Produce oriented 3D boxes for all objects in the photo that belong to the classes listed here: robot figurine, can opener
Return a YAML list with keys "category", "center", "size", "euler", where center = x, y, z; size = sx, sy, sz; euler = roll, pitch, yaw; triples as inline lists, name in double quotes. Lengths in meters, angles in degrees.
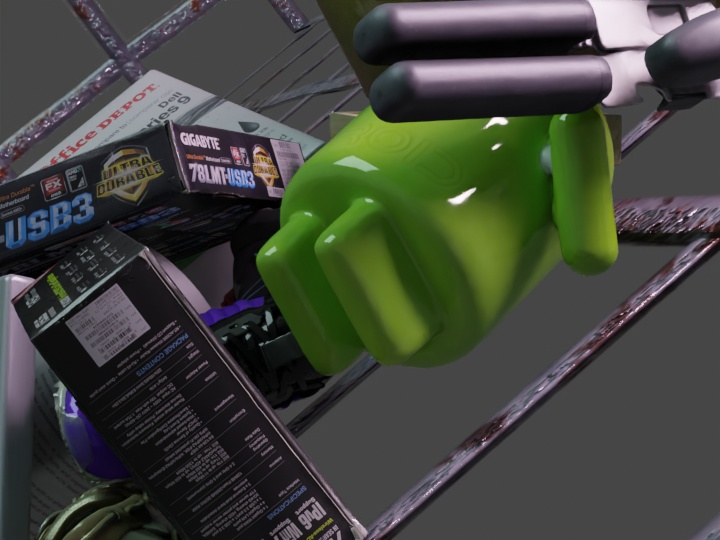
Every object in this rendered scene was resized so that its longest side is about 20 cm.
- category: "robot figurine"
  center: [0.042, -0.034, 1.021]
  size: [0.175, 0.116, 0.200]
  euler: [-14, 22, 48]
- category: "can opener"
  center: [0.095, -0.100, 0.934]
  size: [0.199, 0.054, 0.067]
  euler: [-6, -16, -34]

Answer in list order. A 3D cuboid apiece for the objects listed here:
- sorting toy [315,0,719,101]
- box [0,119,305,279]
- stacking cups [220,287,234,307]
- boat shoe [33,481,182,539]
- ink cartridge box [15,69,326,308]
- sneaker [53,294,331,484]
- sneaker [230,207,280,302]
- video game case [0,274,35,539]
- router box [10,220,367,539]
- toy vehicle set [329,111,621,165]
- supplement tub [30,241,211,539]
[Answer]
- category: "sorting toy"
  center: [0.084, -0.128, 1.065]
  size: [0.199, 0.037, 0.185]
  euler: [-5, -15, 9]
- category: "box"
  center: [-0.150, -0.029, 1.272]
  size: [0.199, 0.050, 0.198]
  euler: [-20, -9, 19]
- category: "stacking cups"
  center: [0.000, -0.031, 1.341]
  size: [0.200, 0.061, 0.060]
  euler: [-43, 11, -11]
- category: "boat shoe"
  center: [-0.124, 0.130, 1.035]
  size: [0.073, 0.063, 0.201]
  euler: [-39, 10, -5]
- category: "ink cartridge box"
  center: [-0.123, -0.043, 1.480]
  size: [0.146, 0.084, 0.200]
  euler: [-41, 41, -23]
- category: "sneaker"
  center: [-0.068, 0.048, 1.103]
  size: [0.099, 0.070, 0.200]
  euler: [-17, 5, 34]
- category: "sneaker"
  center: [0.000, 0.000, 1.217]
  size: [0.200, 0.075, 0.080]
  euler: [-17, 53, 46]
- category: "video game case"
  center: [-0.227, 0.117, 1.128]
  size: [0.022, 0.201, 0.182]
  euler: [12, -20, -40]
- category: "router box"
  center: [-0.081, 0.060, 0.945]
  size: [0.062, 0.150, 0.200]
  euler: [-39, 10, -6]
- category: "toy vehicle set"
  center: [0.058, -0.075, 1.210]
  size: [0.124, 0.027, 0.200]
  euler: [-2, 6, -10]
- category: "supplement tub"
  center: [-0.180, 0.086, 1.227]
  size: [0.200, 0.132, 0.132]
  euler: [-33, 11, 21]
